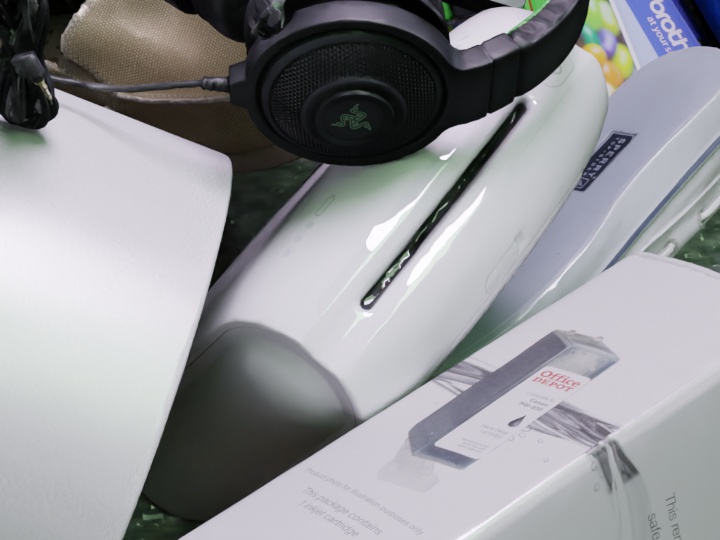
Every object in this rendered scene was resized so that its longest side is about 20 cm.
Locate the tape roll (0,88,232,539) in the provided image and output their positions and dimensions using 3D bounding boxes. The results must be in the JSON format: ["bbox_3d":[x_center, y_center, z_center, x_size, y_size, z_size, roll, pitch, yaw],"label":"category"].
[{"bbox_3d":[-0.139,0.033,0.708,0.138,0.203,0.204,21,58,-9],"label":"tape roll"}]

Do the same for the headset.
[{"bbox_3d":[-0.020,-0.093,0.668,0.199,0.094,0.124,-25,58,-19],"label":"headset"}]

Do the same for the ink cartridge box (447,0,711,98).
[{"bbox_3d":[0.073,-0.103,0.960,0.199,0.042,0.120,-21,73,-31],"label":"ink cartridge box"}]

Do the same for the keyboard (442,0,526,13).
[{"bbox_3d":[-0.034,-0.132,0.792,0.199,0.127,0.021,17,93,-2],"label":"keyboard"}]

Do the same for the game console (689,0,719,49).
[{"bbox_3d":[0.201,-0.152,0.981,0.118,0.171,0.201,-25,69,-7],"label":"game console"}]

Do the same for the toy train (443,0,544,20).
[{"bbox_3d":[0.048,-0.136,0.883,0.056,0.042,0.201,-28,105,-49],"label":"toy train"}]

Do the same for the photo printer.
[{"bbox_3d":[0.000,0.000,0.769,0.069,0.200,0.167,41,64,-4],"label":"photo printer"}]

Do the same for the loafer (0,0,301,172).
[{"bbox_3d":[-0.072,-0.083,0.804,0.068,0.199,0.076,50,50,-40],"label":"loafer"}]

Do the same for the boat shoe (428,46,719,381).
[{"bbox_3d":[0.095,-0.006,0.898,0.200,0.073,0.066,-41,124,-15],"label":"boat shoe"}]

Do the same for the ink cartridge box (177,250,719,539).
[{"bbox_3d":[0.055,0.106,0.683,0.199,0.085,0.147,-29,121,-26],"label":"ink cartridge box"}]
